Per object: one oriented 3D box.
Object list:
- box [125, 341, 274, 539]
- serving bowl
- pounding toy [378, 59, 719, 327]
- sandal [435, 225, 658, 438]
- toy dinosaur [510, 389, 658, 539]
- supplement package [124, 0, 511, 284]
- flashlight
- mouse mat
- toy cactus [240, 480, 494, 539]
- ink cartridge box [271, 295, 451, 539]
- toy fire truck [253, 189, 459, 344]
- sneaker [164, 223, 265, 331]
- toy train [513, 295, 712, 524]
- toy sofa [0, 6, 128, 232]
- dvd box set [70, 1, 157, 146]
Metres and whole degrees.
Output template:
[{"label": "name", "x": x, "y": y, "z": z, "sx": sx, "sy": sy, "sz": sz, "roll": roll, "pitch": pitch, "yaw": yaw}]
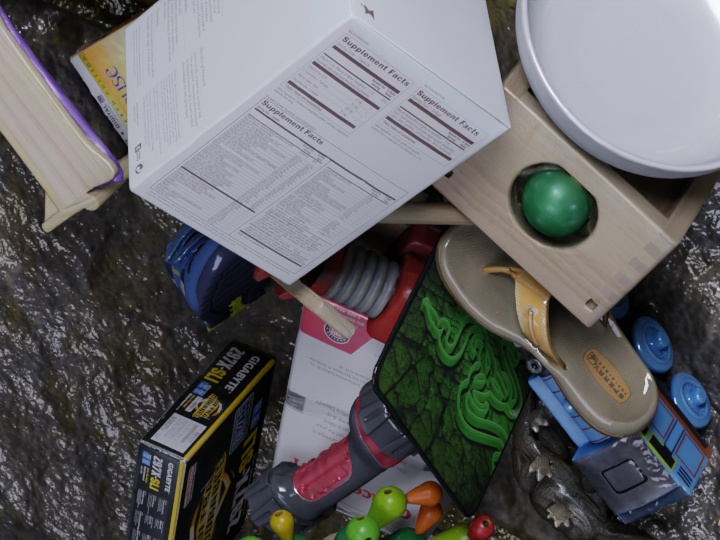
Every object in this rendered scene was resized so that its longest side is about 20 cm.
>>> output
[{"label": "box", "x": -0.140, "y": 0.183, "z": 1.722, "sx": 0.049, "sy": 0.160, "sz": 0.201, "roll": 22, "pitch": 126, "yaw": 13}, {"label": "serving bowl", "x": 0.188, "y": -0.148, "z": 1.336, "sx": 0.200, "sy": 0.200, "sz": 0.066, "roll": 40, "pitch": 155, "yaw": 0}, {"label": "pounding toy", "x": 0.126, "y": -0.065, "z": 1.400, "sx": 0.184, "sy": 0.200, "sz": 0.142, "roll": 42, "pitch": 130, "yaw": -1}, {"label": "sandal", "x": 0.140, "y": 0.034, "z": 1.434, "sx": 0.200, "sy": 0.080, "sz": 0.054, "roll": 47, "pitch": 164, "yaw": 0}, {"label": "toy dinosaur", "x": 0.152, "y": 0.165, "z": 1.607, "sx": 0.200, "sy": 0.077, "sz": 0.102, "roll": 47, "pitch": 164, "yaw": 12}, {"label": "supplement package", "x": -0.032, "y": -0.125, "z": 1.318, "sx": 0.199, "sy": 0.153, "sz": 0.150, "roll": -35, "pitch": 133, "yaw": 29}, {"label": "flashlight", "x": -0.018, "y": 0.146, "z": 1.589, "sx": 0.200, "sy": 0.068, "sz": 0.068, "roll": -36, "pitch": 71, "yaw": 40}, {"label": "mouse mat", "x": 0.077, "y": 0.069, "z": 1.497, "sx": 0.007, "sy": 0.162, "sz": 0.200, "roll": 10, "pitch": 150, "yaw": 33}, {"label": "toy cactus", "x": -0.003, "y": 0.230, "z": 1.605, "sx": 0.165, "sy": 0.198, "sz": 0.103, "roll": 122, "pitch": 132, "yaw": -68}, {"label": "ink cartridge box", "x": 0.019, "y": 0.102, "z": 1.636, "sx": 0.145, "sy": 0.085, "sz": 0.201, "roll": 23, "pitch": 126, "yaw": 14}, {"label": "toy fire truck", "x": 0.000, "y": 0.000, "z": 1.478, "sx": 0.175, "sy": 0.201, "sz": 0.129, "roll": 26, "pitch": 140, "yaw": -14}, {"label": "sneaker", "x": -0.119, "y": -0.008, "z": 1.602, "sx": 0.083, "sy": 0.074, "sz": 0.200, "roll": 57, "pitch": 167, "yaw": 6}, {"label": "toy train", "x": 0.185, "y": 0.085, "z": 1.516, "sx": 0.086, "sy": 0.114, "sz": 0.201, "roll": -31, "pitch": 102, "yaw": 37}, {"label": "toy sofa", "x": -0.261, "y": -0.142, "z": 1.635, "sx": 0.097, "sy": 0.083, "sz": 0.201, "roll": -30, "pitch": 102, "yaw": 33}, {"label": "dvd box set", "x": -0.117, "y": -0.150, "z": 1.587, "sx": 0.199, "sy": 0.029, "sz": 0.147, "roll": -23, "pitch": 107, "yaw": 36}]
